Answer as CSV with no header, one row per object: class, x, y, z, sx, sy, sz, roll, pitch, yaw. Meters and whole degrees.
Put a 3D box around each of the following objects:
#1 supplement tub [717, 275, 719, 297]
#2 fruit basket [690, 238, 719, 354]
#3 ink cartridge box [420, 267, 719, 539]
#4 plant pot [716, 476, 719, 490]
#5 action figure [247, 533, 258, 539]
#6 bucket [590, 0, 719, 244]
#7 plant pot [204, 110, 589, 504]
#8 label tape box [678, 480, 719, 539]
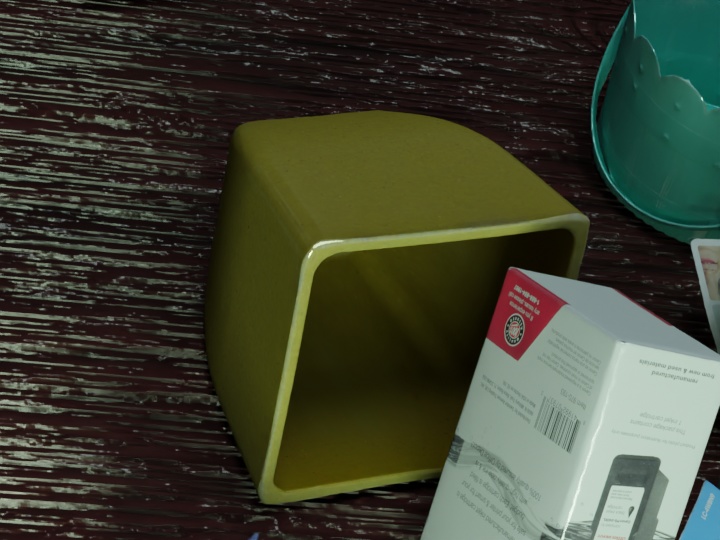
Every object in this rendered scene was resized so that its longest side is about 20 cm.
supplement tub,0.348,0.010,1.779,0.199,0.145,0.145,32,41,0
fruit basket,0.328,0.059,1.868,0.184,0.094,0.201,4,46,-17
ink cartridge box,0.120,0.118,1.608,0.083,0.201,0.145,11,12,-28
plant pot,0.308,0.145,1.713,0.199,0.201,0.135,14,12,-5
action figure,-0.061,0.211,1.550,0.193,0.105,0.200,29,43,-2
bucket,0.270,-0.119,2.009,0.206,0.135,0.208,10,40,-9
plant pot,0.000,0.000,1.744,0.194,0.195,0.200,-6,37,-25
label tape box,0.233,0.242,1.590,0.200,0.066,0.144,40,46,-9
